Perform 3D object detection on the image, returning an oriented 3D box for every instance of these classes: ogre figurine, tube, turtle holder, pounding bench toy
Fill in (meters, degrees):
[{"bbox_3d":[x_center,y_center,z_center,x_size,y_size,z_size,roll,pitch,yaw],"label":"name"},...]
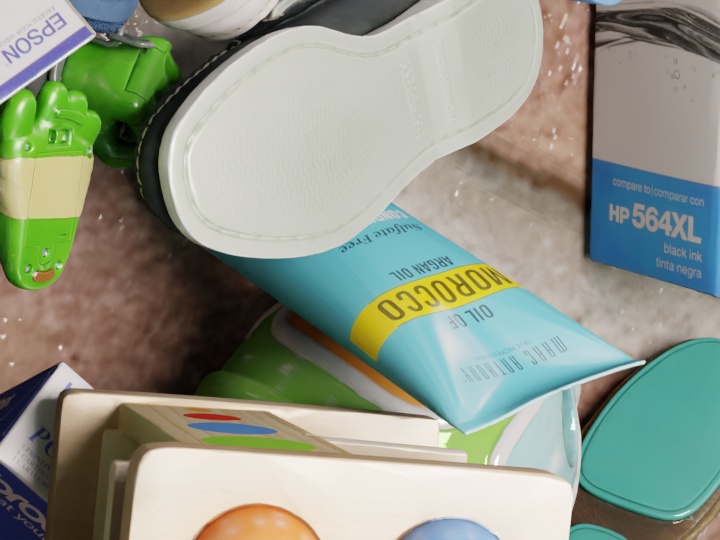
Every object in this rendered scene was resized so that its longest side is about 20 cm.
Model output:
[{"bbox_3d":[-0.156,-0.007,0.780,0.098,0.120,0.201,37,74,-54],"label":"ogre figurine"},{"bbox_3d":[0.000,0.000,0.847,0.077,0.200,0.051,-23,129,-32],"label":"tube"},{"bbox_3d":[0.023,0.079,0.922,0.132,0.141,0.186,-46,121,-18],"label":"turtle holder"},{"bbox_3d":[-0.057,0.106,0.729,0.199,0.156,0.125,5,92,-15],"label":"pounding bench toy"}]

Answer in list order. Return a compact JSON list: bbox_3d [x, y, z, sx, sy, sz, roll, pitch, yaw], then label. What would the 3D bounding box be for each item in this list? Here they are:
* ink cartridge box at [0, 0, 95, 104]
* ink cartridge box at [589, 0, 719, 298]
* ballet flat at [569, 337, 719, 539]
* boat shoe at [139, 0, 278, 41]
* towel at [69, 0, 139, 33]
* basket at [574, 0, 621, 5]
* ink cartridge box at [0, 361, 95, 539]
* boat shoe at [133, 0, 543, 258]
[{"bbox_3d":[-0.179,-0.116,0.744,0.099,0.039,0.200,-37,88,-22],"label":"ink cartridge box"},{"bbox_3d":[0.175,-0.102,1.016,0.145,0.084,0.201,-9,107,-32],"label":"ink cartridge box"},{"bbox_3d":[0.107,0.116,1.026,0.072,0.068,0.200,91,24,-52],"label":"ballet flat"},{"bbox_3d":[-0.021,-0.145,0.843,0.069,0.071,0.201,53,40,-41],"label":"boat shoe"},{"bbox_3d":[-0.077,-0.180,0.748,0.048,0.112,0.201,-7,132,-42],"label":"towel"},{"bbox_3d":[0.072,-0.205,0.848,0.176,0.139,0.201,24,79,-55],"label":"basket"},{"bbox_3d":[-0.058,0.119,0.863,0.200,0.094,0.044,43,60,-14],"label":"ink cartridge box"},{"bbox_3d":[-0.014,-0.054,0.828,0.200,0.060,0.076,-23,113,-50],"label":"boat shoe"}]
